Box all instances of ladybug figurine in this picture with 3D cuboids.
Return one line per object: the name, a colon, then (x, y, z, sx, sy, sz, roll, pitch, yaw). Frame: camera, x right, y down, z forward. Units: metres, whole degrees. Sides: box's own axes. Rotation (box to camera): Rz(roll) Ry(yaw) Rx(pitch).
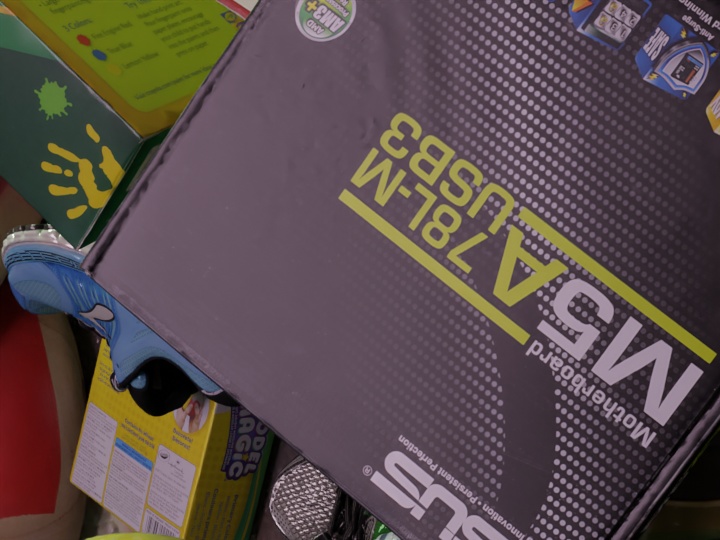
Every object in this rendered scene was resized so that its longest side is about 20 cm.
ladybug figurine: (-0.213, 0.092, 1.154, 0.135, 0.072, 0.202, -26, 66, 46)

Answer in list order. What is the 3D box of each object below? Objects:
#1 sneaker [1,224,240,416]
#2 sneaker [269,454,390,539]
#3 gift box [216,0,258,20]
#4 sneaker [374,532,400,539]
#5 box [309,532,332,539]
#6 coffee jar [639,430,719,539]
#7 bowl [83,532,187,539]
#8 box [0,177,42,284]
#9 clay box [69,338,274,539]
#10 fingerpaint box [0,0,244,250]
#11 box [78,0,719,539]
sneaker: (-0.113, 0.024, 0.966, 0.199, 0.078, 0.091, 7, 95, 52)
sneaker: (0.023, 0.104, 0.859, 0.199, 0.085, 0.079, 0, 86, 51)
gift box: (0.067, -0.121, 0.758, 0.200, 0.183, 0.188, 42, 115, 48)
sneaker: (0.028, 0.198, 0.763, 0.070, 0.073, 0.202, -18, 83, 23)
box: (-0.015, 0.227, 0.807, 0.136, 0.038, 0.201, -34, 83, -1)
coffee jar: (0.113, 0.120, 0.709, 0.104, 0.085, 0.202, -145, 52, -65)
bowl: (-0.096, 0.207, 0.729, 0.199, 0.108, 0.202, 6, 103, 26)
box: (-0.256, -0.046, 1.135, 0.127, 0.109, 0.201, 12, 66, 51)
clay box: (-0.083, 0.035, 1.024, 0.115, 0.047, 0.202, 26, 104, 49)
fingerpaint box: (-0.117, -0.115, 0.923, 0.167, 0.200, 0.073, 43, 123, 9)
box: (0.040, -0.018, 0.637, 0.200, 0.047, 0.194, 39, 98, 14)
